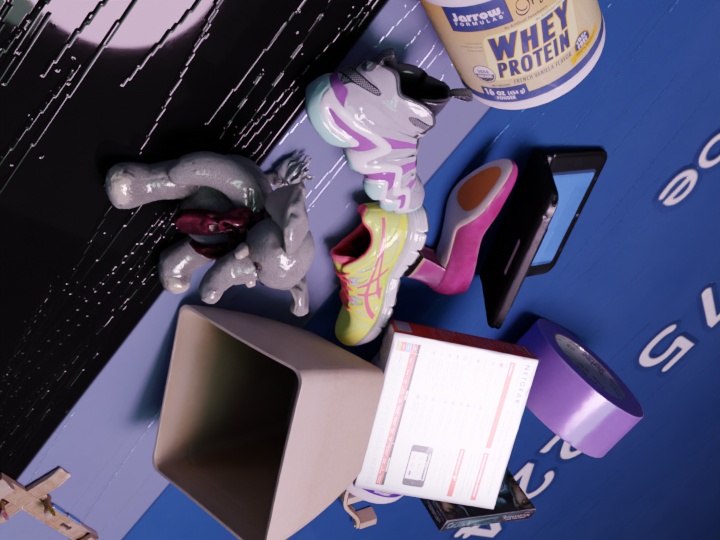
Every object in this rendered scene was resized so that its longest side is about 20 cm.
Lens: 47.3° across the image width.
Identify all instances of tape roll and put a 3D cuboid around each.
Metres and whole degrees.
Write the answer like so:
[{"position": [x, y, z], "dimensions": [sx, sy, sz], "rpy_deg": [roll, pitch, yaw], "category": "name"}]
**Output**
[{"position": [0.305, 0.168, 1.195], "dimensions": [0.200, 0.200, 0.085], "rpy_deg": [24, 113, -44], "category": "tape roll"}]

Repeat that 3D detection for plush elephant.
[{"position": [-0.111, -0.028, 0.775], "dimensions": [0.199, 0.155, 0.165], "rpy_deg": [-22, 137, -13], "category": "plush elephant"}]

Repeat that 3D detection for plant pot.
[{"position": [-0.088, 0.158, 0.918], "dimensions": [0.177, 0.200, 0.200], "rpy_deg": [-1, 109, -48], "category": "plant pot"}]

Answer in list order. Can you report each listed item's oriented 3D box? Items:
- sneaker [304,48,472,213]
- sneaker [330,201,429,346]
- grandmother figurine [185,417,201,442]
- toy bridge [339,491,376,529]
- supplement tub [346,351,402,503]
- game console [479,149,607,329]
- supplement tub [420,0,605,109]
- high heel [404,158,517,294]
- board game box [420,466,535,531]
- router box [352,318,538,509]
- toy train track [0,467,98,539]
[{"position": [0.052, -0.137, 0.809], "dimensions": [0.140, 0.078, 0.200], "rpy_deg": [-23, 144, 22], "category": "sneaker"}, {"position": [0.000, 0.000, 0.946], "dimensions": [0.090, 0.078, 0.200], "rpy_deg": [9, 120, -25], "category": "sneaker"}, {"position": [-0.178, 0.218, 1.041], "dimensions": [0.121, 0.060, 0.200], "rpy_deg": [-57, 138, -16], "category": "grandmother figurine"}, {"position": [0.001, 0.346, 1.292], "dimensions": [0.067, 0.027, 0.200], "rpy_deg": [-11, 133, -21], "category": "toy bridge"}, {"position": [0.050, 0.193, 1.093], "dimensions": [0.145, 0.146, 0.200], "rpy_deg": [14, 120, -40], "category": "supplement tub"}, {"position": [0.236, -0.040, 1.026], "dimensions": [0.116, 0.176, 0.200], "rpy_deg": [13, 124, -7], "category": "game console"}, {"position": [0.125, -0.256, 0.726], "dimensions": [0.144, 0.145, 0.200], "rpy_deg": [-38, 138, 4], "category": "supplement tub"}, {"position": [0.141, -0.046, 0.982], "dimensions": [0.096, 0.067, 0.200], "rpy_deg": [18, 122, -31], "category": "high heel"}, {"position": [0.174, 0.348, 1.325], "dimensions": [0.199, 0.135, 0.028], "rpy_deg": [5, 125, -37], "category": "board game box"}, {"position": [0.097, 0.174, 0.983], "dimensions": [0.179, 0.049, 0.201], "rpy_deg": [12, 103, -10], "category": "router box"}, {"position": [-0.382, 0.303, 1.001], "dimensions": [0.115, 0.033, 0.200], "rpy_deg": [-32, 139, -3], "category": "toy train track"}]
